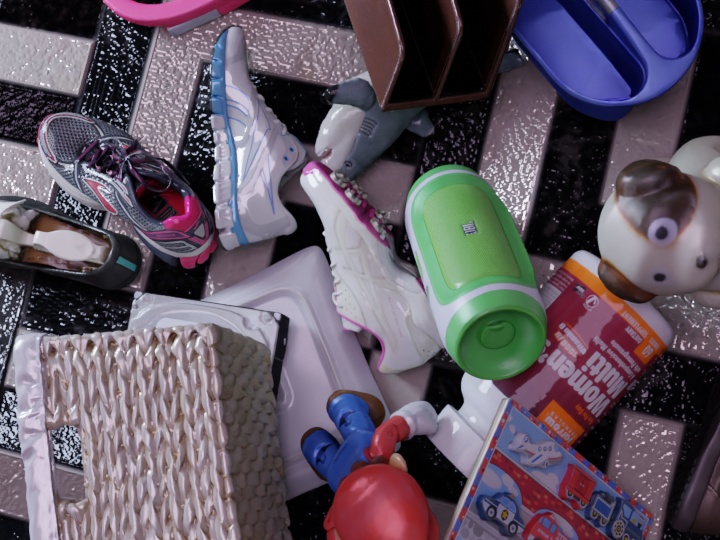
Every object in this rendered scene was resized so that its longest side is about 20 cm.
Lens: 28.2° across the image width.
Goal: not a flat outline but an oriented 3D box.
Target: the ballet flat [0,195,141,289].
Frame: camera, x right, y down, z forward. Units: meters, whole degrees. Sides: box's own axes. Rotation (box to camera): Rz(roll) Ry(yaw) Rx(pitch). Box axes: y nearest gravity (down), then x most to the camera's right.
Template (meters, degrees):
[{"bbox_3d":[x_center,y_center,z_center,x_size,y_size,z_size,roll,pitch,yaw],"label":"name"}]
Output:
[{"bbox_3d":[-0.294,-0.033,1.303,0.198,0.068,0.069,11,82,13],"label":"ballet flat"}]

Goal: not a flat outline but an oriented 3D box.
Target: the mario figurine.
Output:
[{"bbox_3d":[0.017,0.176,1.131,0.105,0.200,0.125,-3,111,-13],"label":"mario figurine"}]

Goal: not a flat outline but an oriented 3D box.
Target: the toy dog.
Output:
[{"bbox_3d":[0.267,-0.046,1.114,0.193,0.199,0.140,37,127,28],"label":"toy dog"}]

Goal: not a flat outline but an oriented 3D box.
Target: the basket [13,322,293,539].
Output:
[{"bbox_3d":[-0.156,0.145,1.110,0.159,0.200,0.200,-9,80,9],"label":"basket"}]

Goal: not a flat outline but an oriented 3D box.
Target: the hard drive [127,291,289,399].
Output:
[{"bbox_3d":[-0.145,0.126,1.232,0.138,0.038,0.202,9,84,14],"label":"hard drive"}]

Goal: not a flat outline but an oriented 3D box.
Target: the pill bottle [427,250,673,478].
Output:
[{"bbox_3d":[0.152,0.090,1.172,0.109,0.110,0.200,43,91,14],"label":"pill bottle"}]

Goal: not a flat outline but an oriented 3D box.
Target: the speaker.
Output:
[{"bbox_3d":[0.091,-0.003,1.161,0.088,0.089,0.201,-24,37,7],"label":"speaker"}]

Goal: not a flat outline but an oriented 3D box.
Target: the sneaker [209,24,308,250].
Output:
[{"bbox_3d":[-0.091,-0.121,1.284,0.086,0.075,0.202,-5,85,0],"label":"sneaker"}]

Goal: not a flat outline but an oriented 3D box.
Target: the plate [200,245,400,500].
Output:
[{"bbox_3d":[-0.090,0.104,1.259,0.199,0.032,0.201,-24,78,7],"label":"plate"}]

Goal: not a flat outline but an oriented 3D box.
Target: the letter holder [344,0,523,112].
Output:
[{"bbox_3d":[0.049,-0.260,1.196,0.100,0.142,0.201,-9,62,-17],"label":"letter holder"}]

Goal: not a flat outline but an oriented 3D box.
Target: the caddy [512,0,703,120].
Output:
[{"bbox_3d":[0.199,-0.223,1.215,0.141,0.105,0.200,-39,76,2],"label":"caddy"}]

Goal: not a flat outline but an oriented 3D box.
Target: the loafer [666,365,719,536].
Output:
[{"bbox_3d":[0.316,0.126,1.161,0.070,0.073,0.202,24,91,3],"label":"loafer"}]

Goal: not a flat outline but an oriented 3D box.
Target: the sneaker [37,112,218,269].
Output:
[{"bbox_3d":[-0.208,-0.086,1.284,0.199,0.075,0.081,33,73,16],"label":"sneaker"}]

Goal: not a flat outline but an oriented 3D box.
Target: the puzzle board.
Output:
[{"bbox_3d":[0.147,0.213,1.110,0.017,0.200,0.152,-2,56,51],"label":"puzzle board"}]

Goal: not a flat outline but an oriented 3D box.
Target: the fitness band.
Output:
[{"bbox_3d":[-0.158,-0.306,1.337,0.199,0.037,0.145,-25,77,5],"label":"fitness band"}]

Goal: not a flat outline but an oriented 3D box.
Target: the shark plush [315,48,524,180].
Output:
[{"bbox_3d":[0.047,-0.149,1.276,0.199,0.091,0.084,-25,97,-15],"label":"shark plush"}]

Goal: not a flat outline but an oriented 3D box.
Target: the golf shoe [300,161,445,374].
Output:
[{"bbox_3d":[0.000,0.000,1.230,0.091,0.075,0.201,-38,85,13],"label":"golf shoe"}]
